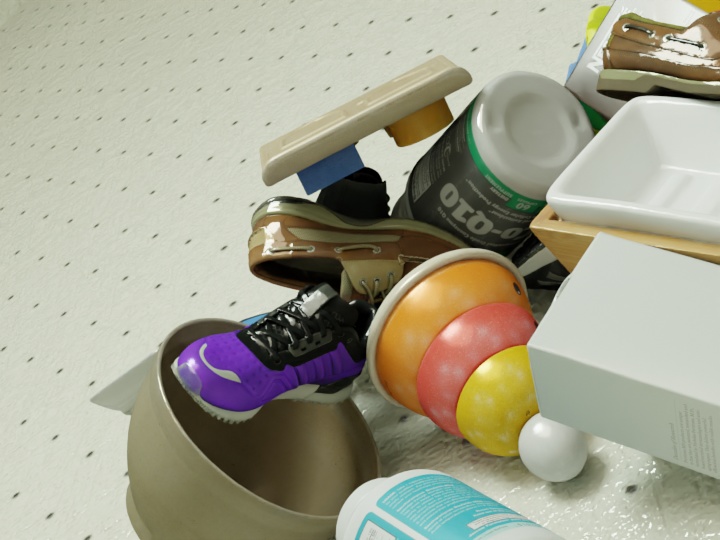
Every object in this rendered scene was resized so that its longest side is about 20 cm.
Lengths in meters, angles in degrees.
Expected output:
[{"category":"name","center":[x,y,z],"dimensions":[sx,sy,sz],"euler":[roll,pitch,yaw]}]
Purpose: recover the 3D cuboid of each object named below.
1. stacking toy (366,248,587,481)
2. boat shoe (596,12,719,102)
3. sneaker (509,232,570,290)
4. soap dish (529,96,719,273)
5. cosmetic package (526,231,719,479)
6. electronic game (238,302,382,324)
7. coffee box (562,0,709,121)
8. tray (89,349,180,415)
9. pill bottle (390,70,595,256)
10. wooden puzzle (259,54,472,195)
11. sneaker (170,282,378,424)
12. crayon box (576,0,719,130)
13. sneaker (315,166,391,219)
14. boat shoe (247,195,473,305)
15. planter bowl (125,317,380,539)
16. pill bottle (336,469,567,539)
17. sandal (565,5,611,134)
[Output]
[{"category":"stacking toy","center":[0.106,0.091,1.159],"dimensions":[0.146,0.147,0.200],"euler":[-36,44,-5]},{"category":"boat shoe","center":[0.261,-0.157,1.140],"dimensions":[0.198,0.072,0.069],"euler":[11,90,39]},{"category":"sneaker","center":[0.178,0.000,1.263],"dimensions":[0.076,0.087,0.200],"euler":[-48,2,-15]},{"category":"soap dish","center":[0.243,-0.047,1.086],"dimensions":[0.198,0.082,0.157],"euler":[10,43,40]},{"category":"cosmetic package","center":[0.219,0.061,0.997],"dimensions":[0.198,0.082,0.113],"euler":[18,54,33]},{"category":"electronic game","center":[-0.014,0.041,1.355],"dimensions":[0.197,0.042,0.200],"euler":[-7,5,1]},{"category":"coffee box","center":[0.272,-0.135,1.227],"dimensions":[0.200,0.079,0.115],"euler":[40,104,38]},{"category":"tray","center":[-0.122,0.104,1.328],"dimensions":[0.107,0.198,0.022],"euler":[-33,61,39]},{"category":"pill bottle","center":[0.105,-0.071,1.307],"dimensions":[0.113,0.113,0.200],"euler":[-51,2,-33]},{"category":"wooden puzzle","center":[0.004,-0.118,1.303],"dimensions":[0.184,0.047,0.200],"euler":[-27,9,2]},{"category":"sneaker","center":[-0.055,0.051,1.169],"dimensions":[0.199,0.070,0.100],"euler":[-5,-43,-54]},{"category":"crayon box","center":[0.277,-0.198,1.425],"dimensions":[0.118,0.059,0.201],"euler":[21,49,14]},{"category":"sneaker","center":[0.011,-0.042,1.420],"dimensions":[0.200,0.074,0.107],"euler":[-14,-52,-67]},{"category":"boat shoe","center":[0.000,0.000,1.289],"dimensions":[0.197,0.076,0.074],"euler":[11,51,6]},{"category":"planter bowl","center":[-0.102,0.156,1.210],"dimensions":[0.135,0.199,0.201],"euler":[-52,16,26]},{"category":"pill bottle","center":[0.058,0.195,1.005],"dimensions":[0.111,0.111,0.199],"euler":[-41,26,-15]},{"category":"sandal","center":[0.229,-0.159,1.486],"dimensions":[0.087,0.079,0.201],"euler":[118,173,-48]}]
